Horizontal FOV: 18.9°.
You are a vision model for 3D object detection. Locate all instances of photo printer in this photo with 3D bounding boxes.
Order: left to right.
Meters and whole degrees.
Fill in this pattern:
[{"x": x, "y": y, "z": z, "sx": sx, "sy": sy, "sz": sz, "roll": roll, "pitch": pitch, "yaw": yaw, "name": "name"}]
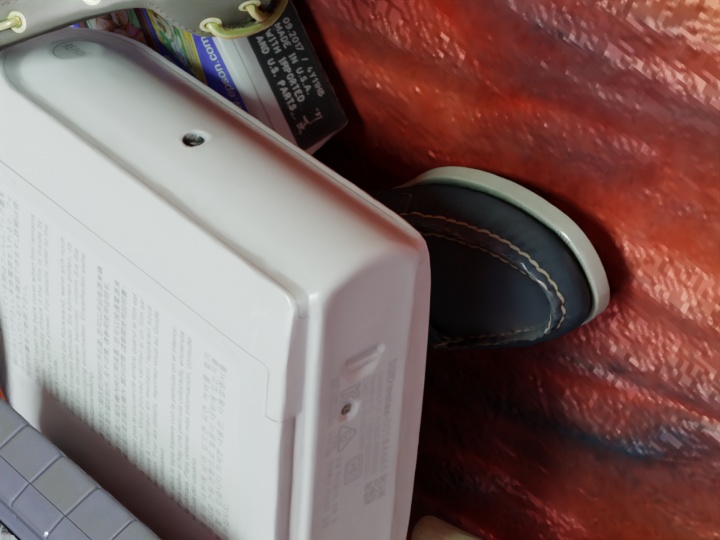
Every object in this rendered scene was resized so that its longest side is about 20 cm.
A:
[{"x": -0.066, "y": 0.016, "z": 0.761, "sx": 0.200, "sy": 0.069, "sz": 0.167, "roll": 34, "pitch": 135, "yaw": 37, "name": "photo printer"}]

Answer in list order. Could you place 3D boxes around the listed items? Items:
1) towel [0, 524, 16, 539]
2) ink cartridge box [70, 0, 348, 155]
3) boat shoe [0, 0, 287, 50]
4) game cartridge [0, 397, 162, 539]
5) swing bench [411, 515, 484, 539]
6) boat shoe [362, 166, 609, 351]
[{"x": -0.115, "y": 0.164, "z": 1.032, "sx": 0.200, "sy": 0.086, "sz": 0.166, "roll": -12, "pitch": 110, "yaw": 52, "name": "towel"}, {"x": -0.114, "y": -0.120, "z": 0.833, "sx": 0.200, "sy": 0.043, "sz": 0.198, "roll": -9, "pitch": 111, "yaw": 51, "name": "ink cartridge box"}, {"x": -0.056, "y": -0.106, "z": 0.710, "sx": 0.201, "sy": 0.072, "sz": 0.060, "roll": -4, "pitch": 104, "yaw": 21, "name": "boat shoe"}, {"x": -0.077, "y": 0.124, "z": 0.790, "sx": 0.130, "sy": 0.038, "sz": 0.200, "roll": 30, "pitch": 162, "yaw": 37, "name": "game cartridge"}, {"x": 0.098, "y": 0.218, "z": 0.785, "sx": 0.199, "sy": 0.130, "sz": 0.199, "roll": 11, "pitch": 131, "yaw": 8, "name": "swing bench"}, {"x": 0.000, "y": 0.000, "z": 0.785, "sx": 0.200, "sy": 0.062, "sz": 0.075, "roll": 13, "pitch": 128, "yaw": 43, "name": "boat shoe"}]
